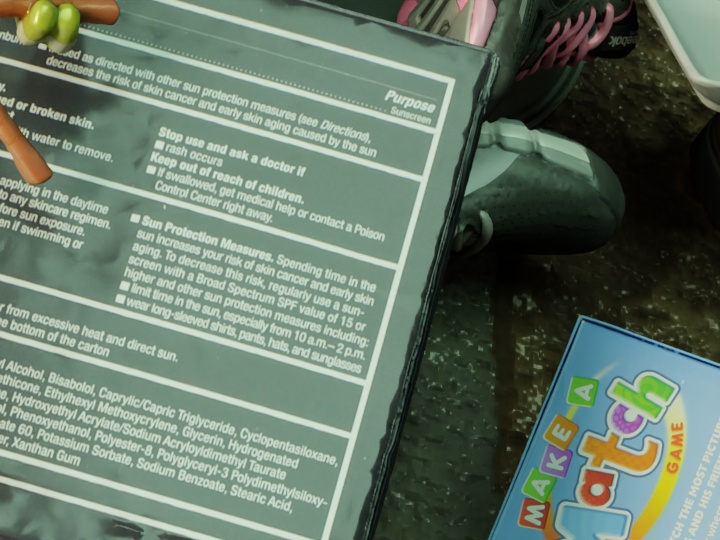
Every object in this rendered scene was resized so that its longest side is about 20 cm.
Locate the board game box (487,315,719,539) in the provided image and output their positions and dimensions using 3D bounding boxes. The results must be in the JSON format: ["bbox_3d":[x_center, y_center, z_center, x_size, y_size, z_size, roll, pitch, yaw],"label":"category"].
[{"bbox_3d":[0.136,0.118,0.748,0.199,0.037,0.152,20,79,24],"label":"board game box"}]

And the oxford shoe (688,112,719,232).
[{"bbox_3d":[0.210,-0.003,0.920,0.072,0.085,0.201,-20,66,-32],"label":"oxford shoe"}]

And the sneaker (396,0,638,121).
[{"bbox_3d":[0.072,-0.110,0.896,0.095,0.079,0.201,36,36,-12],"label":"sneaker"}]

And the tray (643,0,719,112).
[{"bbox_3d":[0.201,-0.075,0.908,0.198,0.022,0.108,11,33,-20],"label":"tray"}]

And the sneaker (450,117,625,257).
[{"bbox_3d":[0.000,0.000,0.858,0.198,0.075,0.116,8,58,-2],"label":"sneaker"}]

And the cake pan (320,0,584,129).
[{"bbox_3d":[0.012,-0.140,0.977,0.198,0.037,0.202,9,53,-13],"label":"cake pan"}]

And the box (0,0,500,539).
[{"bbox_3d":[-0.076,0.012,0.739,0.198,0.123,0.200,16,69,1],"label":"box"}]

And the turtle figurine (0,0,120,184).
[{"bbox_3d":[-0.094,-0.136,0.699,0.160,0.064,0.201,-29,80,-5],"label":"turtle figurine"}]
